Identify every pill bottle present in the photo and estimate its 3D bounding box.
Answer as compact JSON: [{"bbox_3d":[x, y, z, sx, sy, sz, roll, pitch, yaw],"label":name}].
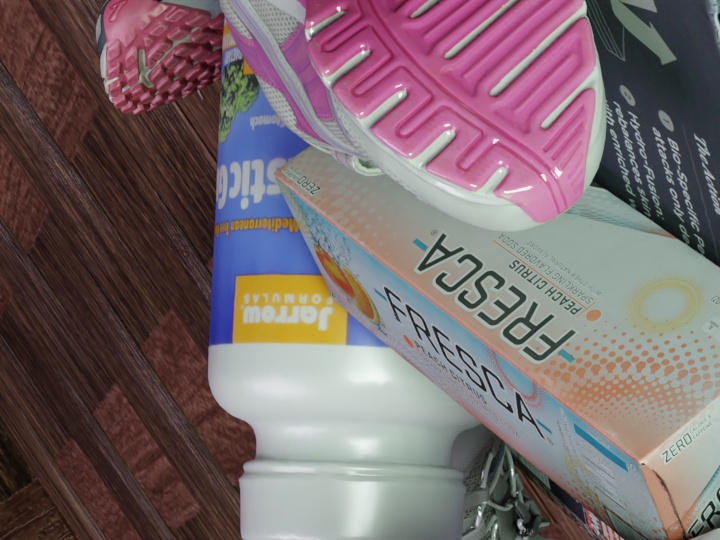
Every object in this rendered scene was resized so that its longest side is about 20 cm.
[{"bbox_3d":[0.000,0.000,1.036,0.112,0.111,0.202,162,111,-73],"label":"pill bottle"}]

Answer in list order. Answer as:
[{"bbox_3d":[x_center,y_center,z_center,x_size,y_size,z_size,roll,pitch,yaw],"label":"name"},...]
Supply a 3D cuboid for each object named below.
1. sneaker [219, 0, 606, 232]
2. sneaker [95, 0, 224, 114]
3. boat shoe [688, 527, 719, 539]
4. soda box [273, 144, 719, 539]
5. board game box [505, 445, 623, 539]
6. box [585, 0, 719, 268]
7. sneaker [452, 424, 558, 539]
[{"bbox_3d":[0.014,-0.069,0.855,0.200,0.081,0.089,52,167,44],"label":"sneaker"},{"bbox_3d":[-0.073,-0.122,1.273,0.075,0.080,0.200,61,-161,0],"label":"sneaker"},{"bbox_3d":[0.094,0.119,0.803,0.199,0.071,0.072,-10,135,28],"label":"boat shoe"},{"bbox_3d":[0.059,0.013,0.886,0.200,0.068,0.064,38,160,44],"label":"soda box"},{"bbox_3d":[0.133,0.048,1.105,0.200,0.097,0.160,43,160,37],"label":"board game box"},{"bbox_3d":[0.109,-0.084,0.884,0.200,0.117,0.197,40,158,47],"label":"box"},{"bbox_3d":[0.050,0.093,1.174,0.082,0.075,0.200,22,153,9],"label":"sneaker"}]
